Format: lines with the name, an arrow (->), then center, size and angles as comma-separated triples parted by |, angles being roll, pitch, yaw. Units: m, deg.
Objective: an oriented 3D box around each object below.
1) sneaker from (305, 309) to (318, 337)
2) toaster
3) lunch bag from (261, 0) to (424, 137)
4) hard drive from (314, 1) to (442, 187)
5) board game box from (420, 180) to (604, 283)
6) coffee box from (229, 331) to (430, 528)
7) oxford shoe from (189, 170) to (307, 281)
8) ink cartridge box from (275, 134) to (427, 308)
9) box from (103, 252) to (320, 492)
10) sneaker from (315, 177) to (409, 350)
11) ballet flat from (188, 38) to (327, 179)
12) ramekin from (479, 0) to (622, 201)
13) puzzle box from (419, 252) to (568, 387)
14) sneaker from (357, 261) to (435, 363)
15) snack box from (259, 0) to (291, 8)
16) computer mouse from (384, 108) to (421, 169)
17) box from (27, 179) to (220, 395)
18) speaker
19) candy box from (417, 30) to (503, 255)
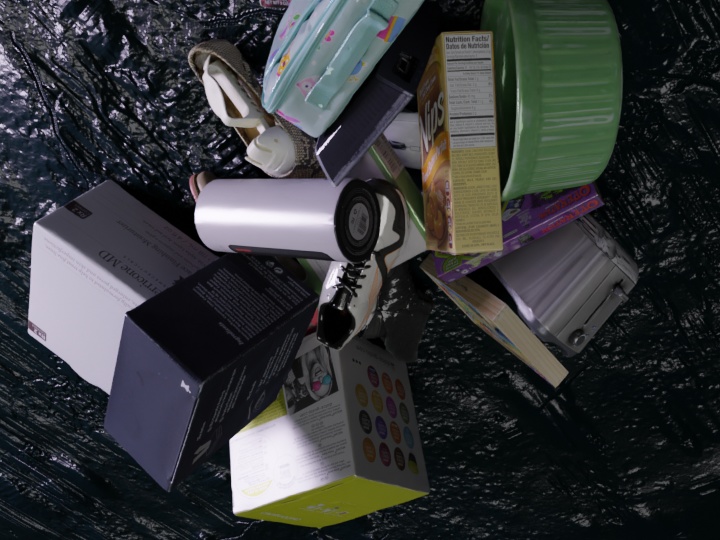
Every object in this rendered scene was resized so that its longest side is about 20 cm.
sneaker -> -0.038, 0.039, 0.959 | 0.073, 0.087, 0.203 | -22, 141, -35
toaster -> 0.219, -0.013, 0.847 | 0.129, 0.201, 0.113 | -46, 134, 14
lunch bag -> -0.013, -0.225, 0.636 | 0.076, 0.163, 0.200 | 26, 131, -19
hard drive -> 0.018, -0.180, 0.710 | 0.042, 0.202, 0.135 | 34, 129, -14
board game box -> 0.161, -0.081, 0.831 | 0.197, 0.122, 0.032 | -28, 142, 27
coffee box -> -0.047, 0.224, 1.019 | 0.197, 0.202, 0.199 | -24, 148, 25
oxford shoe -> -0.125, -0.053, 0.910 | 0.074, 0.071, 0.201 | -38, 101, 22
ink cartridge box -> -0.025, -0.053, 0.852 | 0.198, 0.048, 0.147 | -28, 105, 30
box -> -0.168, 0.103, 0.839 | 0.117, 0.199, 0.199 | 37, 130, 14
sneaker -> 0.000, 0.000, 0.800 | 0.072, 0.080, 0.204 | 20, 119, 10
ballet flat -> -0.114, -0.156, 0.778 | 0.068, 0.075, 0.201 | -40, 88, 31
ramekin -> 0.174, -0.171, 0.708 | 0.095, 0.203, 0.203 | -3, 130, 0
puzzle box -> 0.157, 0.055, 0.906 | 0.025, 0.200, 0.133 | -47, 116, 0
sneaker -> 0.054, 0.030, 0.975 | 0.102, 0.060, 0.204 | 3, 117, -24
snack box -> -0.027, -0.344, 0.676 | 0.138, 0.054, 0.203 | 4, 131, 2
computer mouse -> 0.055, -0.148, 0.836 | 0.194, 0.044, 0.112 | -3, 129, 9
box -> -0.296, 0.037, 0.932 | 0.197, 0.131, 0.202 | 33, 130, 9
speaker -> -0.079, -0.055, 0.769 | 0.196, 0.082, 0.082 | 5, 136, 35
candy box -> 0.096, -0.122, 0.741 | 0.054, 0.115, 0.206 | -5, 94, -9
